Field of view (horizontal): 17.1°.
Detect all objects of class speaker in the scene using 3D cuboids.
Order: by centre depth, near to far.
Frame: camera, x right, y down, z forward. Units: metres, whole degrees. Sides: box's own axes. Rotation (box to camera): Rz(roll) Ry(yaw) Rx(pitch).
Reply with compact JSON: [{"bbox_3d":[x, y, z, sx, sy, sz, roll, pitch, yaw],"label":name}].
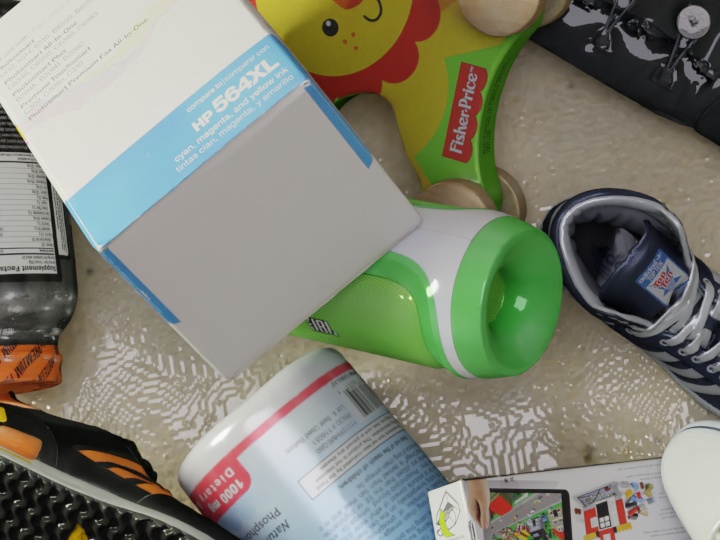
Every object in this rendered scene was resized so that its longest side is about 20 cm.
[{"bbox_3d":[0.000,0.000,1.211,0.199,0.088,0.089,11,84,36],"label":"speaker"}]

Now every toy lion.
[{"bbox_3d":[0.005,-0.119,1.261,0.191,0.069,0.201,16,107,19],"label":"toy lion"}]

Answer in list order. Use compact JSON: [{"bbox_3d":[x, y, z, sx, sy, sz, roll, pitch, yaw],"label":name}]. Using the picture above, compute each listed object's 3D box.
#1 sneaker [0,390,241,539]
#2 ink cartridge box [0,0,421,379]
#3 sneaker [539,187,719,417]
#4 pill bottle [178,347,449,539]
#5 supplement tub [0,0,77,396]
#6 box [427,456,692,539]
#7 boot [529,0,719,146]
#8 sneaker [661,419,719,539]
[{"bbox_3d":[-0.115,0.119,1.204,0.199,0.090,0.070,25,123,3],"label":"sneaker"},{"bbox_3d":[-0.088,-0.075,1.170,0.125,0.129,0.200,-39,49,2],"label":"ink cartridge box"},{"bbox_3d":[0.177,0.024,1.228,0.199,0.109,0.070,33,87,6],"label":"sneaker"},{"bbox_3d":[0.007,0.147,1.226,0.109,0.109,0.200,-40,82,-1],"label":"pill bottle"},{"bbox_3d":[-0.213,-0.035,1.252,0.122,0.123,0.201,-6,84,3],"label":"supplement tub"},{"bbox_3d":[0.135,0.151,1.201,0.199,0.035,0.111,-3,78,-29],"label":"box"},{"bbox_3d":[0.181,-0.161,1.276,0.199,0.066,0.165,32,85,11],"label":"boot"},{"bbox_3d":[0.196,0.144,1.127,0.200,0.071,0.073,53,123,38],"label":"sneaker"}]
